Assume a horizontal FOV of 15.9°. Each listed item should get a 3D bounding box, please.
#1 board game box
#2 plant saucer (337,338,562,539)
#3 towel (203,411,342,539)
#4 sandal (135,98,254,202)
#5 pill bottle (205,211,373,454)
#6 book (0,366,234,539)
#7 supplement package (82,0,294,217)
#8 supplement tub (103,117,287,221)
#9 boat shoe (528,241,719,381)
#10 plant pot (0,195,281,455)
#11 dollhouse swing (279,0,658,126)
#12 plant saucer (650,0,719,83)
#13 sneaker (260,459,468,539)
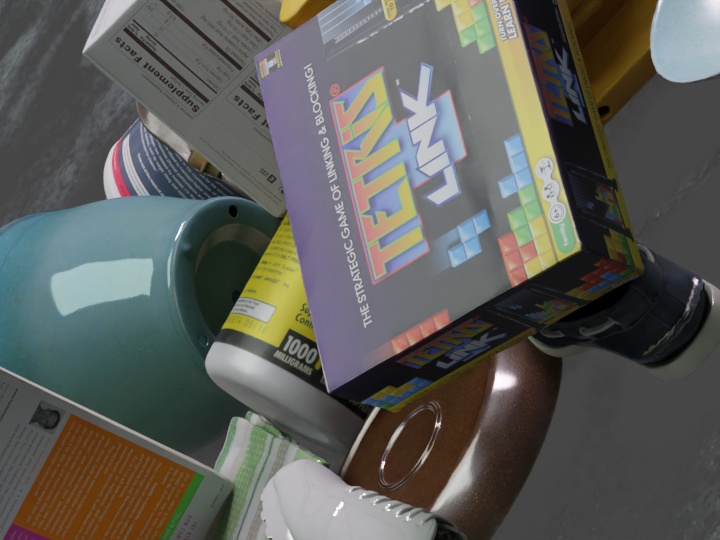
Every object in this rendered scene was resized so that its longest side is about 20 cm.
[{"bbox_3d":[0.039,-0.056,1.273,0.165,0.057,0.200,-31,59,31],"label":"board game box"},{"bbox_3d":[0.037,0.103,1.414,0.200,0.032,0.200,-48,22,26],"label":"plant saucer"},{"bbox_3d":[-0.064,0.168,1.529,0.200,0.031,0.150,-162,91,-73],"label":"towel"},{"bbox_3d":[-0.095,-0.100,1.732,0.200,0.055,0.082,30,105,42],"label":"sandal"},{"bbox_3d":[0.000,0.000,1.541,0.200,0.112,0.112,-61,19,-10],"label":"pill bottle"},{"bbox_3d":[-0.182,0.144,1.502,0.048,0.200,0.134,23,84,46],"label":"book"},{"bbox_3d":[-0.059,-0.159,1.557,0.111,0.156,0.200,-42,17,26],"label":"supplement package"},{"bbox_3d":[-0.080,-0.097,1.853,0.200,0.140,0.141,-46,22,32],"label":"supplement tub"},{"bbox_3d":[0.115,0.010,1.309,0.075,0.062,0.200,-54,21,-2],"label":"boat shoe"},{"bbox_3d":[-0.137,0.035,1.728,0.188,0.200,0.200,-19,40,42],"label":"plant pot"},{"bbox_3d":[0.076,-0.122,1.423,0.182,0.200,0.176,-46,31,31],"label":"dollhouse swing"},{"bbox_3d":[0.232,-0.174,1.356,0.201,0.039,0.201,-48,22,26],"label":"plant saucer"},{"bbox_3d":[0.016,0.148,1.298,0.081,0.076,0.200,-55,39,12],"label":"sneaker"}]
